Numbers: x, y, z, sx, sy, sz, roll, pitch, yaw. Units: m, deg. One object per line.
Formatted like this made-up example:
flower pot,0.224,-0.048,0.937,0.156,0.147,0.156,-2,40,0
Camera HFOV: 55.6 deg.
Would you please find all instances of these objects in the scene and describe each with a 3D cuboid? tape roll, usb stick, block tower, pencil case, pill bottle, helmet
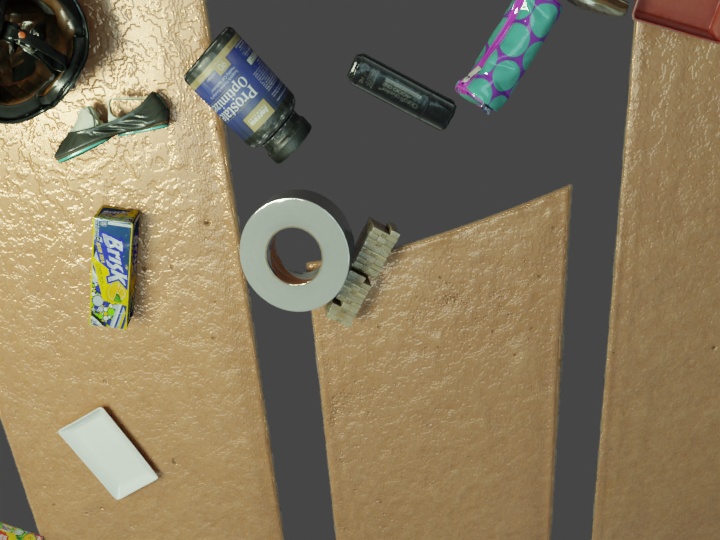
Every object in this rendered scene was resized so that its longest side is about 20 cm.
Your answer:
tape roll,-0.110,-0.035,1.197,0.194,0.066,0.206,3,109,8
usb stick,0.071,-0.299,1.150,0.196,0.033,0.056,23,116,-16
block tower,0.000,0.000,1.258,0.057,0.054,0.203,24,108,-17
pencil case,0.240,-0.360,1.115,0.091,0.085,0.203,16,112,-44
pill bottle,-0.174,-0.272,1.087,0.112,0.112,0.200,-42,112,12
helmet,-0.501,-0.321,0.980,0.187,0.201,0.203,-10,120,35

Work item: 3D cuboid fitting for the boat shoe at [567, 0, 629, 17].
boat shoe,0.352,-0.467,1.091,0.195,0.076,0.073,19,108,-16

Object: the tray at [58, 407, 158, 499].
tray,-0.501,0.364,1.369,0.105,0.022,0.203,-27,114,4

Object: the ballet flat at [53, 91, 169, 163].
ballet flat,-0.407,-0.238,1.103,0.195,0.068,0.070,-21,105,-9

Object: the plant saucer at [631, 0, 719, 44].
plant saucer,0.544,-0.495,1.112,0.194,0.037,0.205,6,112,-19

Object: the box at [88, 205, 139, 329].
box,-0.431,-0.004,1.196,0.068,0.065,0.205,7,113,-10

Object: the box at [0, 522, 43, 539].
box,-0.765,0.610,1.343,0.189,0.201,0.124,28,107,-18
